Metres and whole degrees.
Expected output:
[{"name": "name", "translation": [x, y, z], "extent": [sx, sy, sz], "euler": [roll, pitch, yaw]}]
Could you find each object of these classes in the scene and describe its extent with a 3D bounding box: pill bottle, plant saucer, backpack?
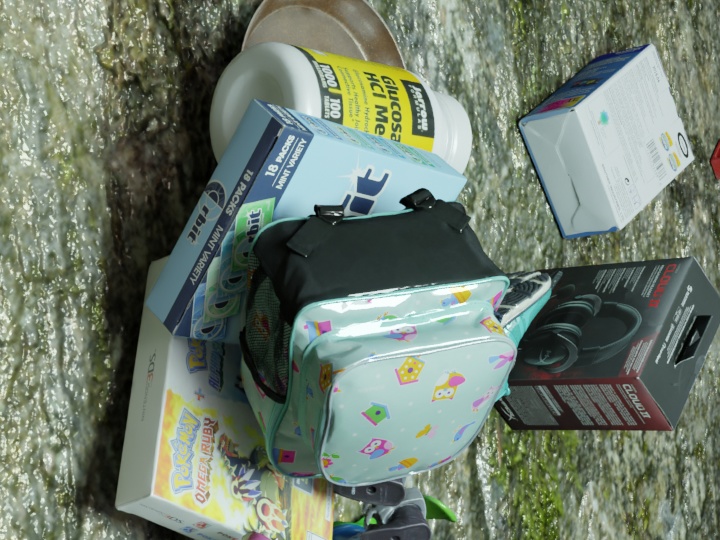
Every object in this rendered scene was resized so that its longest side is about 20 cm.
[{"name": "pill bottle", "translation": [-0.009, -0.109, 1.163], "extent": [0.200, 0.112, 0.113], "euler": [3, 83, -45]}, {"name": "plant saucer", "translation": [-0.034, -0.142, 1.245], "extent": [0.200, 0.034, 0.201], "euler": [5, 82, -44]}, {"name": "backpack", "translation": [0.007, 0.063, 1.043], "extent": [0.175, 0.200, 0.154], "euler": [-11, 57, -24]}]

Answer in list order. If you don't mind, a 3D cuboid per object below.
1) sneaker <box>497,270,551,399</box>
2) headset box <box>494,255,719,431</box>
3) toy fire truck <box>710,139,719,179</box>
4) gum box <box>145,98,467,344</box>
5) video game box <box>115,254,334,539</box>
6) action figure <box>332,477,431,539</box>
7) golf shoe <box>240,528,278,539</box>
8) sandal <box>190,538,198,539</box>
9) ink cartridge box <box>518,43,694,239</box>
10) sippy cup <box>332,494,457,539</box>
[{"name": "sneaker", "translation": [0.106, 0.076, 1.341], "extent": [0.200, 0.077, 0.080], "euler": [-48, 124, -26]}, {"name": "headset box", "translation": [0.229, 0.069, 1.369], "extent": [0.077, 0.200, 0.149], "euler": [52, 53, -28]}, {"name": "toy fire truck", "translation": [0.497, -0.131, 1.772], "extent": [0.200, 0.049, 0.141], "euler": [-46, 117, -39]}, {"name": "gum box", "translation": [-0.036, -0.023, 1.088], "extent": [0.200, 0.045, 0.170], "euler": [10, 116, -48]}, {"name": "video game box", "translation": [-0.091, 0.109, 1.118], "extent": [0.182, 0.047, 0.200], "euler": [30, 50, -37]}, {"name": "action figure", "translation": [0.016, 0.134, 1.198], "extent": [0.200, 0.069, 0.130], "euler": [-90, 173, -63]}, {"name": "golf shoe", "translation": [-0.079, 0.253, 1.061], "extent": [0.092, 0.075, 0.200], "euler": [-46, 162, -29]}, {"name": "sandal", "translation": [-0.150, 0.271, 1.061], "extent": [0.050, 0.083, 0.203], "euler": [16, 57, 2]}, {"name": "ink cartridge box", "translation": [0.260, -0.138, 1.513], "extent": [0.200, 0.076, 0.137], "euler": [-38, 112, -40]}, {"name": "sippy cup", "translation": [0.021, 0.269, 1.182], "extent": [0.139, 0.130, 0.178], "euler": [6, 81, -44]}]
